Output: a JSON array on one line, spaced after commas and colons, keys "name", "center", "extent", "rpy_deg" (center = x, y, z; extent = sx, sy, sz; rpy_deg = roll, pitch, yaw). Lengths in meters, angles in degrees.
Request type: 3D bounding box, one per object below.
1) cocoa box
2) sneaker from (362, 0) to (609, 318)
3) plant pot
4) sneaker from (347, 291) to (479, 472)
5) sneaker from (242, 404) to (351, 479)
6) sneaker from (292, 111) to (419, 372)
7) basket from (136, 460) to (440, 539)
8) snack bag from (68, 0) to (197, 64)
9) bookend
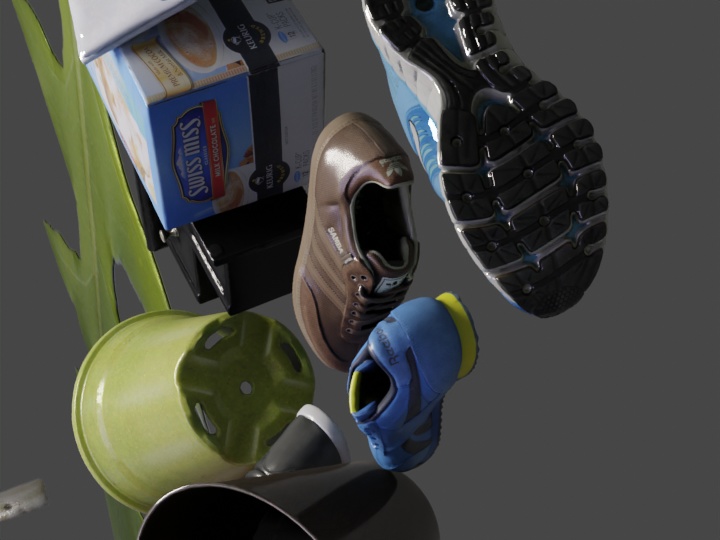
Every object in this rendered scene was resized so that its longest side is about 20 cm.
[{"name": "cocoa box", "center": [-0.124, -0.157, 0.886], "extent": [0.134, 0.130, 0.201], "rpy_deg": [93, 152, -52]}, {"name": "sneaker", "center": [0.065, -0.066, 0.607], "extent": [0.090, 0.078, 0.201], "rpy_deg": [76, 173, -69]}, {"name": "plant pot", "center": [-0.137, 0.116, 1.087], "extent": [0.184, 0.199, 0.202], "rpy_deg": [-25, 82, 57]}, {"name": "sneaker", "center": [0.017, 0.084, 0.800], "extent": [0.066, 0.078, 0.201], "rpy_deg": [61, 157, 25]}, {"name": "sneaker", "center": [-0.047, 0.207, 0.978], "extent": [0.070, 0.099, 0.201], "rpy_deg": [28, 146, 39]}, {"name": "sneaker", "center": [0.000, 0.000, 0.788], "extent": [0.076, 0.070, 0.201], "rpy_deg": [48, 148, 46]}, {"name": "basket", "center": [-0.030, 0.201, 0.806], "extent": [0.180, 0.200, 0.136], "rpy_deg": [44, 107, 14]}, {"name": "snack bag", "center": [-0.133, -0.262, 0.805], "extent": [0.021, 0.188, 0.201], "rpy_deg": [29, -140, -60]}, {"name": "bookend", "center": [-0.113, -0.031, 1.001], "extent": [0.199, 0.092, 0.201], "rpy_deg": [58, 159, 32]}]
